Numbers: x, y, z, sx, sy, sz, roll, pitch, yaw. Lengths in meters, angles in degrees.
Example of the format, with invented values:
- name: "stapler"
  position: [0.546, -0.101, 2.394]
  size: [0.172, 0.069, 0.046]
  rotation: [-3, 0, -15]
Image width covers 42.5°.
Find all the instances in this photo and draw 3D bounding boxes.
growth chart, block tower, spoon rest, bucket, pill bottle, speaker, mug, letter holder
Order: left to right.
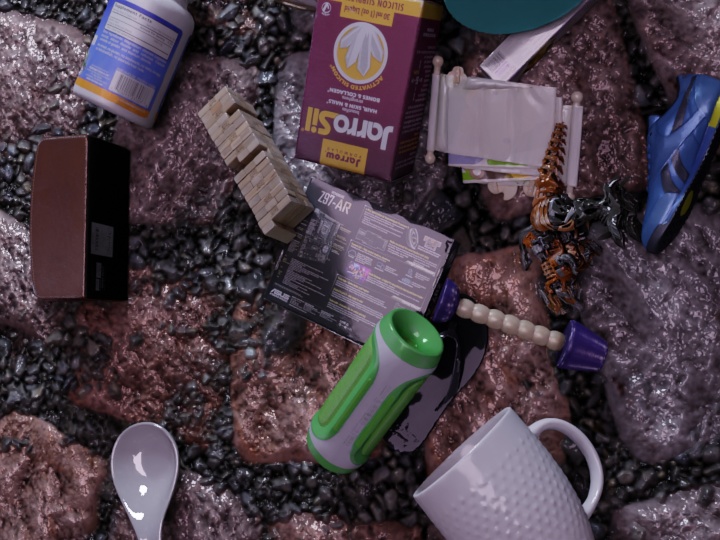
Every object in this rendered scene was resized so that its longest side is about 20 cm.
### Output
- name: "letter holder"
  position: [-0.387, -0.063, 1.206]
  size: [0.139, 0.100, 0.205]
  rotation: [-1, 86, 17]
- name: "pill bottle"
  position: [-0.280, -0.296, 1.185]
  size: [0.110, 0.112, 0.204]
  rotation: [24, 92, 15]
- name: "spoon rest"
  position: [-0.259, 0.293, 1.166]
  size: [0.097, 0.061, 0.204]
  rotation: [-18, 83, 13]
- name: "block tower"
  position: [-0.128, -0.132, 1.137]
  size: [0.058, 0.054, 0.202]
  rotation: [-38, 64, 18]
- name: "speaker"
  position: [0.014, 0.140, 1.057]
  size: [0.088, 0.088, 0.202]
  rotation: [41, 120, 14]
- name: "growth chart"
  position: [0.165, -0.158, 1.081]
  size: [0.196, 0.018, 0.148]
  rotation: [15, 112, 16]
- name: "bucket"
  position: [0.163, -0.368, 1.005]
  size: [0.203, 0.207, 0.138]
  rotation: [-14, 65, 14]
- name: "mug"
  position: [0.185, 0.250, 1.016]
  size: [0.199, 0.148, 0.176]
  rotation: [-38, 82, -22]

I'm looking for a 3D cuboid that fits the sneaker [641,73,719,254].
- name: "sneaker"
  position: [0.345, -0.120, 1.030]
  size: [0.077, 0.066, 0.204]
  rotation: [23, 92, 27]

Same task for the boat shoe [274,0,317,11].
- name: "boat shoe"
  position: [-0.063, -0.362, 1.152]
  size: [0.196, 0.068, 0.076]
  rotation: [20, 86, -5]

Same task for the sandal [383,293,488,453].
- name: "sandal"
  position: [0.090, 0.125, 1.089]
  size: [0.075, 0.043, 0.203]
  rotation: [27, 94, 15]

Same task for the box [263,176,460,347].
- name: "box"
  position: [0.000, 0.000, 1.122]
  size: [0.197, 0.043, 0.163]
  rotation: [23, 92, 16]

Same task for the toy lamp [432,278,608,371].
- name: "toy lamp"
  position: [0.182, 0.064, 1.048]
  size: [0.196, 0.058, 0.059]
  rotation: [21, 92, 1]

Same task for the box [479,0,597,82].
- name: "box"
  position: [0.224, -0.293, 1.083]
  size: [0.200, 0.039, 0.042]
  rotation: [-45, 78, 8]

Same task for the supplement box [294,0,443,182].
- name: "supplement box"
  position: [0.009, -0.221, 1.081]
  size: [0.128, 0.103, 0.205]
  rotation: [14, 106, 15]

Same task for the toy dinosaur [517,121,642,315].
- name: "toy dinosaur"
  position: [0.235, -0.055, 1.036]
  size: [0.133, 0.102, 0.204]
  rotation: [-4, 116, 32]
